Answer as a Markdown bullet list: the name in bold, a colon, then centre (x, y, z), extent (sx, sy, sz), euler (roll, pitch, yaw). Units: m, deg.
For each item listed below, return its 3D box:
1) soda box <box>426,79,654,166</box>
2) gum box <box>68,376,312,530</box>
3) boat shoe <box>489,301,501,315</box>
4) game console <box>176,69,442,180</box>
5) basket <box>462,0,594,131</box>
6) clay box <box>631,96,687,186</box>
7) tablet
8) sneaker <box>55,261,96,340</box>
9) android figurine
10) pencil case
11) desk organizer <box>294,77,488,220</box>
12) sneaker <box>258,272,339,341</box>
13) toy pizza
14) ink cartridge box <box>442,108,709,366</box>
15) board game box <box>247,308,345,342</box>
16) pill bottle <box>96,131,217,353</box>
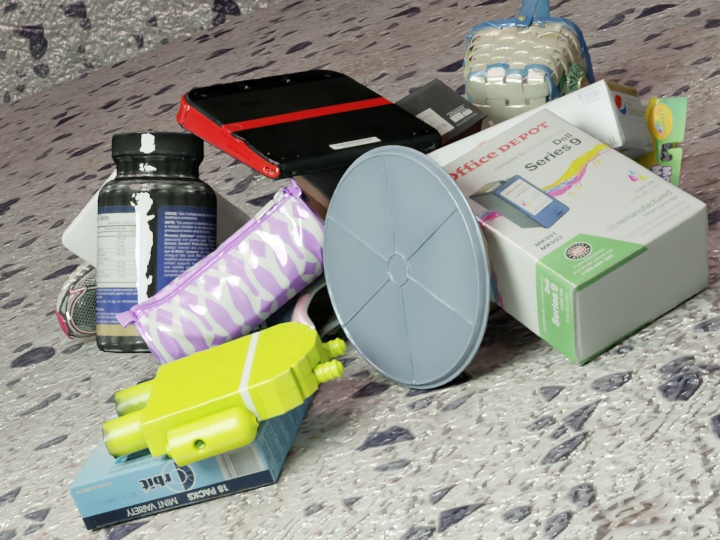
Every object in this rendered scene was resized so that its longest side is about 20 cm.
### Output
- **soda box**: centre (0.158, -0.106, 1.651), extent (0.199, 0.064, 0.068), euler (-21, -13, 32)
- **gum box**: centre (-0.134, 0.133, 1.537), extent (0.169, 0.045, 0.200), euler (-16, 18, 17)
- **boat shoe**: centre (0.115, 0.000, 1.577), extent (0.200, 0.063, 0.073), euler (-30, -7, -12)
- **game console**: centre (-0.050, -0.133, 1.681), extent (0.199, 0.031, 0.177), euler (-14, 36, -37)
- **basket**: centre (0.181, -0.194, 1.946), extent (0.138, 0.177, 0.200), euler (-2, 36, 13)
- **clay box**: centre (0.216, -0.089, 1.684), extent (0.199, 0.048, 0.115), euler (-6, 65, 38)
- **tablet**: centre (-0.186, -0.030, 1.793), extent (0.130, 0.200, 0.014), euler (-50, 42, 2)
- **sneaker**: centre (-0.233, 0.012, 1.957), extent (0.199, 0.081, 0.075), euler (-28, 20, -20)
- **android figurine**: centre (-0.107, 0.096, 1.474), extent (0.199, 0.041, 0.182), euler (-18, 18, 6)
- **pencil case**: centre (-0.109, 0.009, 1.593), extent (0.200, 0.086, 0.084), euler (-41, 42, -7)
- **desk organizer**: centre (0.025, -0.098, 1.759), extent (0.200, 0.077, 0.072), euler (-33, 59, -31)
- **sneaker**: centre (0.000, 0.000, 1.658), extent (0.200, 0.070, 0.082), euler (-43, 40, -19)
- **toy pizza**: centre (0.041, -0.003, 1.497), extent (0.032, 0.201, 0.200), euler (-12, 8, -39)
- **ink cartridge box**: centre (0.164, -0.032, 1.492), extent (0.145, 0.088, 0.200), euler (-29, 41, -22)
- **board game box**: centre (-0.064, 0.031, 1.785), extent (0.134, 0.029, 0.200), euler (-19, 18, 14)
- **pill bottle**: centre (-0.187, -0.025, 1.684), extent (0.111, 0.201, 0.112), euler (1, -1, 0)
